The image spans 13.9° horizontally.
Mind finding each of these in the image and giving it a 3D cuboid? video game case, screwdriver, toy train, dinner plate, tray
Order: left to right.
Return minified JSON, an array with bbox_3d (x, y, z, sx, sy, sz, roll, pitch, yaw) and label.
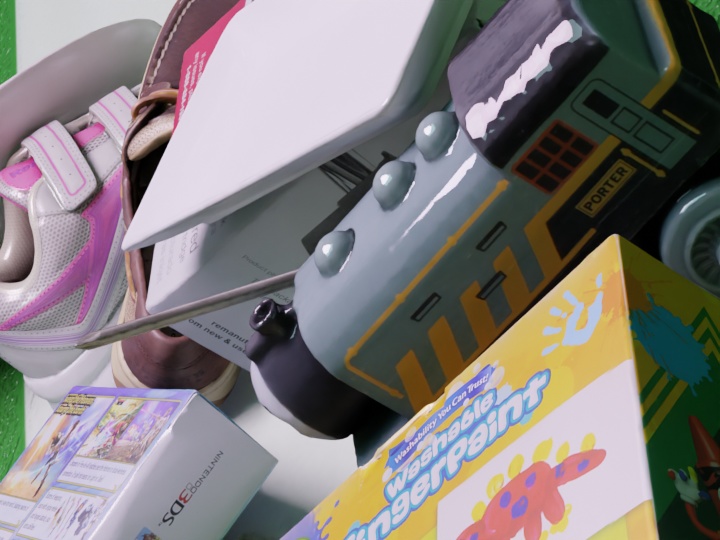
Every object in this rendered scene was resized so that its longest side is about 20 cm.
[{"bbox_3d":[-0.163,-0.042,1.363,0.200,0.024,0.200,-40,-8,-6],"label":"dinner plate"},{"bbox_3d":[-0.125,0.128,1.116,0.182,0.045,0.200,-55,14,-12],"label":"video game case"},{"bbox_3d":[-0.013,-0.067,0.996,0.200,0.022,0.108,-24,38,58],"label":"tray"},{"bbox_3d":[0.000,0.000,0.966,0.199,0.029,0.028,-23,-5,-23],"label":"screwdriver"},{"bbox_3d":[0.052,-0.008,0.918,0.200,0.114,0.085,-47,27,26],"label":"toy train"}]

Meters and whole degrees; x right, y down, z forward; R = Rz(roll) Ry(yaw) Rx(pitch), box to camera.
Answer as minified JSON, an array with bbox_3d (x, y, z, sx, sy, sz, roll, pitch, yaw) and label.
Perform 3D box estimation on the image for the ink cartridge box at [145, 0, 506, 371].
[{"bbox_3d":[0.016,-0.069,1.090,0.200,0.083,0.146,-40,31,38],"label":"ink cartridge box"}]

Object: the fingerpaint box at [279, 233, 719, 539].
[{"bbox_3d":[0.041,0.117,0.852,0.200,0.073,0.167,-44,30,30],"label":"fingerpaint box"}]

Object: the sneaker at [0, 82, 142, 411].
[{"bbox_3d":[-0.108,-0.036,1.283,0.200,0.088,0.081,-60,25,-1],"label":"sneaker"}]

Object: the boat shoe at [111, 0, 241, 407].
[{"bbox_3d":[-0.064,-0.043,1.199,0.072,0.072,0.201,94,-175,-61],"label":"boat shoe"}]
